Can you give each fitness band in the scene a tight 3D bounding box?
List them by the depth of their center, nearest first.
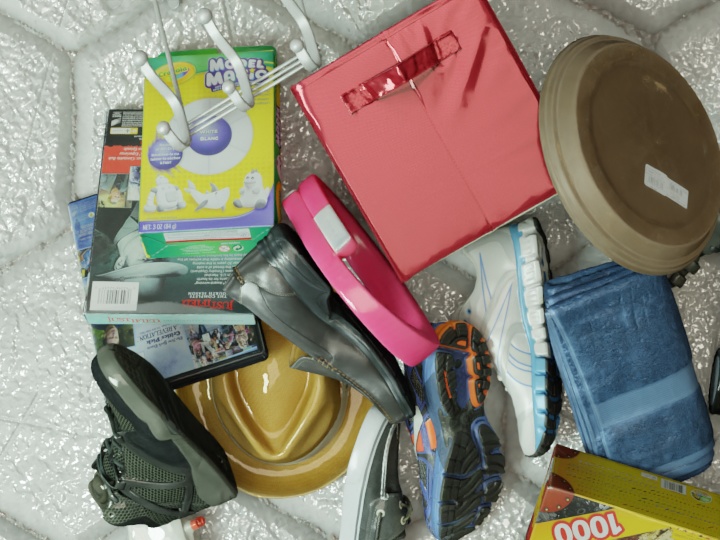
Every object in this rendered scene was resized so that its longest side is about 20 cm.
[{"bbox_3d":[0.000,0.000,1.549,0.037,0.200,0.144,-37,126,6],"label":"fitness band"}]

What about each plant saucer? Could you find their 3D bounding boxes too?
[{"bbox_3d":[0.222,-0.096,1.496,0.029,0.199,0.202,-24,89,47],"label":"plant saucer"}]

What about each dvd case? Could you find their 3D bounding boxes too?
[{"bbox_3d":[-0.153,-0.048,1.597,0.144,0.022,0.202,0,61,4],"label":"dvd case"},{"bbox_3d":[-0.165,0.007,1.601,0.141,0.018,0.202,-17,61,3],"label":"dvd case"}]

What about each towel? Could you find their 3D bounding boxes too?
[{"bbox_3d":[0.226,0.091,1.579,0.111,0.049,0.202,-19,109,2],"label":"towel"}]

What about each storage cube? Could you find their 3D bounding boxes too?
[{"bbox_3d":[0.060,-0.114,1.545,0.170,0.200,0.181,-30,95,3],"label":"storage cube"}]

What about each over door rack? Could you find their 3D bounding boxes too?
[{"bbox_3d":[-0.114,-0.211,1.547,0.147,0.067,0.201,-28,47,20],"label":"over door rack"}]

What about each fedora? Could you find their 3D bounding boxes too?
[{"bbox_3d":[-0.072,0.097,1.608,0.198,0.082,0.203,0,91,4],"label":"fedora"}]

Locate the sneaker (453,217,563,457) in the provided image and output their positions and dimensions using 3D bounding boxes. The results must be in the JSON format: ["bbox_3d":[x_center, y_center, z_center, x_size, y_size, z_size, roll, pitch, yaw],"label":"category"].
[{"bbox_3d":[0.124,0.060,1.611,0.086,0.075,0.202,-7,86,14],"label":"sneaker"}]

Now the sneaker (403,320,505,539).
[{"bbox_3d":[0.072,0.135,1.612,0.075,0.078,0.202,-10,106,-33],"label":"sneaker"}]

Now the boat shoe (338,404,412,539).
[{"bbox_3d":[0.016,0.214,1.608,0.056,0.069,0.202,12,103,14],"label":"boat shoe"}]

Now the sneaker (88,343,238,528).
[{"bbox_3d":[-0.187,0.145,1.535,0.113,0.200,0.077,-28,48,3],"label":"sneaker"}]

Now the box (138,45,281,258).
[{"bbox_3d":[-0.125,-0.111,1.591,0.116,0.049,0.202,-4,60,3],"label":"box"}]

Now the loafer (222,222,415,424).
[{"bbox_3d":[-0.030,0.055,1.545,0.072,0.073,0.200,-37,106,8],"label":"loafer"}]

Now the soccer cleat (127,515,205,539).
[{"bbox_3d":[-0.157,0.278,1.628,0.077,0.069,0.202,-19,82,8],"label":"soccer cleat"}]

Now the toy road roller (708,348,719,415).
[{"bbox_3d":[0.358,0.079,1.529,0.122,0.146,0.202,9,122,3],"label":"toy road roller"}]

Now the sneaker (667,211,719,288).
[{"bbox_3d":[0.301,-0.026,1.595,0.198,0.071,0.100,15,93,9],"label":"sneaker"}]

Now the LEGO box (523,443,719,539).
[{"bbox_3d":[0.231,0.251,1.572,0.198,0.077,0.150,16,114,3],"label":"LEGO box"}]
